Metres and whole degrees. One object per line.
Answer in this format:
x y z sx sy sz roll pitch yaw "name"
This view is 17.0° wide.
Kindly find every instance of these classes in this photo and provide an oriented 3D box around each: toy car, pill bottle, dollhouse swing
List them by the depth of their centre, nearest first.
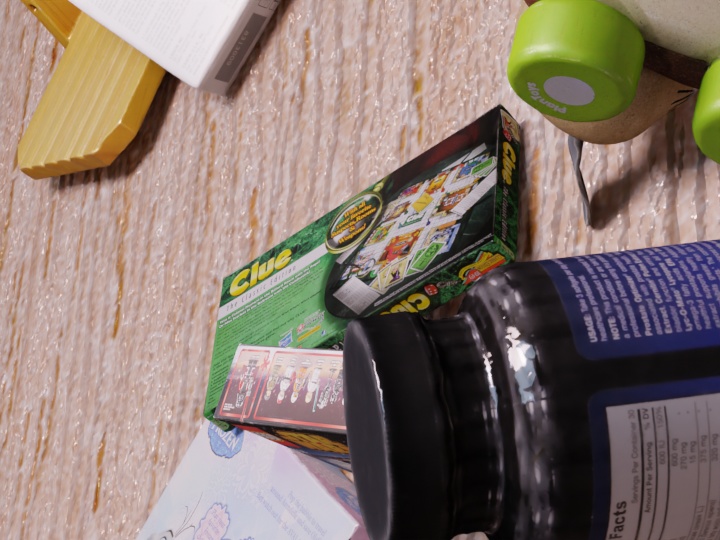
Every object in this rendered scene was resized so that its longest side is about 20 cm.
0.099 0.048 0.867 0.112 0.199 0.112 174 90 -80 "pill bottle"
0.132 -0.102 1.077 0.200 0.157 0.165 107 179 -64 "toy car"
-0.211 -0.190 1.671 0.176 0.182 0.200 -52 23 -23 "dollhouse swing"

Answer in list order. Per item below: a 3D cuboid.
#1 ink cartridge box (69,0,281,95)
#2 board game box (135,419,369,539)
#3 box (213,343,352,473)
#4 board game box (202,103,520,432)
-0.129 -0.232 1.559 0.200 0.047 0.160 36 102 21 "ink cartridge box"
-0.071 0.182 1.232 0.199 0.043 0.200 -60 28 6 "board game box"
0.043 0.074 1.029 0.200 0.137 0.040 1 70 59 "box"
0.000 0.000 1.242 0.200 0.023 0.105 -31 36 31 "board game box"
